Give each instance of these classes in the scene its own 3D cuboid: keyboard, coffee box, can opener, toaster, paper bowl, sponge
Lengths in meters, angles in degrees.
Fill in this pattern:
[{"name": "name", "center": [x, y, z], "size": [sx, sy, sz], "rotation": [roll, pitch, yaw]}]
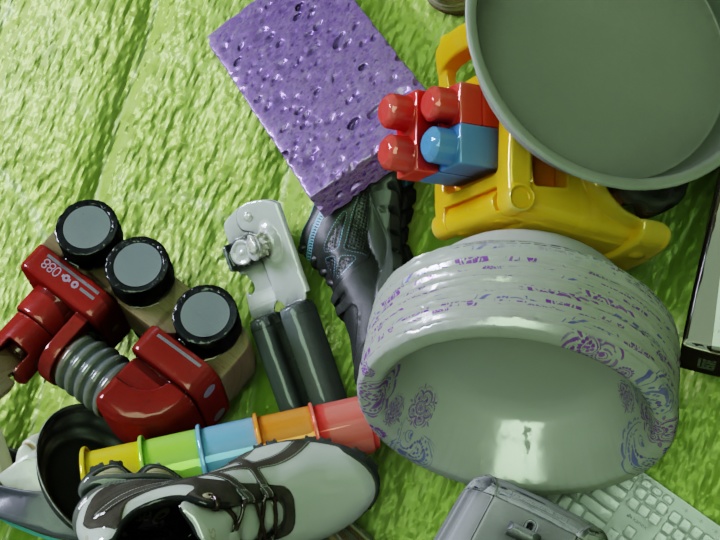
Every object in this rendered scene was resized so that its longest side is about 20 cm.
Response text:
[{"name": "keyboard", "center": [0.152, 0.143, 0.944], "size": [0.200, 0.011, 0.056], "rotation": [35, 88, 18]}, {"name": "coffee box", "center": [0.269, -0.030, 0.895], "size": [0.079, 0.113, 0.201], "rotation": [13, 81, 13]}, {"name": "can opener", "center": [-0.046, 0.041, 0.990], "size": [0.052, 0.066, 0.201], "rotation": [-22, 81, 28]}, {"name": "toaster", "center": [0.088, 0.218, 0.864], "size": [0.113, 0.200, 0.129], "rotation": [25, 68, 17]}, {"name": "paper bowl", "center": [0.102, 0.052, 0.871], "size": [0.200, 0.201, 0.105], "rotation": [0, 52, 14]}, {"name": "sponge", "center": [-0.029, -0.140, 1.007], "size": [0.111, 0.030, 0.200], "rotation": [-35, 53, 3]}]

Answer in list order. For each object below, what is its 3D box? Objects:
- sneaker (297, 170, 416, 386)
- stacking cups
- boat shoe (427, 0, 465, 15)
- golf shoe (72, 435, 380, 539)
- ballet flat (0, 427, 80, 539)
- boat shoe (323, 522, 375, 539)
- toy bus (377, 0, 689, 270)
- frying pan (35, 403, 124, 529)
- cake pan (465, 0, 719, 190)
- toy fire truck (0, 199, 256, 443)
[{"name": "sneaker", "center": [0.000, 0.000, 0.986], "size": [0.082, 0.073, 0.201], "rotation": [-9, 67, 18]}, {"name": "stacking cups", "center": [-0.086, 0.131, 0.925], "size": [0.199, 0.061, 0.061], "rotation": [-10, 76, -5]}, {"name": "boat shoe", "center": [0.094, -0.294, 1.021], "size": [0.071, 0.065, 0.201], "rotation": [14, 82, 16]}, {"name": "golf shoe", "center": [-0.079, 0.158, 0.859], "size": [0.199, 0.094, 0.078], "rotation": [-8, 104, -11]}, {"name": "ballet flat", "center": [-0.262, 0.149, 1.011], "size": [0.199, 0.073, 0.073], "rotation": [13, 82, 18]}, {"name": "boat shoe", "center": [-0.065, 0.170, 0.958], "size": [0.199, 0.076, 0.072], "rotation": [27, 88, 19]}, {"name": "toy bus", "center": [0.105, -0.108, 0.902], "size": [0.191, 0.136, 0.201], "rotation": [10, 76, -24]}, {"name": "frying pan", "center": [-0.174, 0.180, 0.964], "size": [0.031, 0.115, 0.191], "rotation": [-41, 56, 33]}, {"name": "cake pan", "center": [0.155, -0.141, 0.842], "size": [0.199, 0.037, 0.201], "rotation": [3, 75, -12]}, {"name": "toy fire truck", "center": [-0.196, 0.068, 0.957], "size": [0.176, 0.129, 0.200], "rotation": [35, 71, 18]}]
